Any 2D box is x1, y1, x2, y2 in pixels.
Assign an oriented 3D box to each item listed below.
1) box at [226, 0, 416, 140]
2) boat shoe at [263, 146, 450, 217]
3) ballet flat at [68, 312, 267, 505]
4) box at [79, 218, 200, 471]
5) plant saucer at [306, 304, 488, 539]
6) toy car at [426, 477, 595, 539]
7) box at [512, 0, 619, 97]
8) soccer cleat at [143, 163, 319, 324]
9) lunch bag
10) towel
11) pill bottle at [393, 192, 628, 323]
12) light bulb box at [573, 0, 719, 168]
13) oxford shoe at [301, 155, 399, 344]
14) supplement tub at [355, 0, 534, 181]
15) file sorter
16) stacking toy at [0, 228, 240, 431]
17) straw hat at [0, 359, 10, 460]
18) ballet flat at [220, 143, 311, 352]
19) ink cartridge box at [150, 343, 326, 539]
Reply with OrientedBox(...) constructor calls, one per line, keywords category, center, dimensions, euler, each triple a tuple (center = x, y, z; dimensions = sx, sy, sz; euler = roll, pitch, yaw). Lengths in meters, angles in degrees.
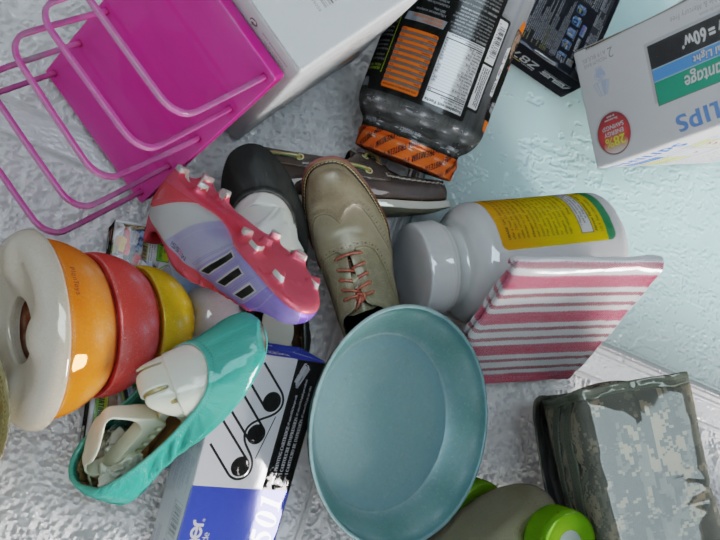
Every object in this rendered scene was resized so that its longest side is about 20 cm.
OrientedBox(category="box", center=(-0.056, -0.215, 0.887), dimensions=(0.152, 0.200, 0.107), euler=(-38, 97, -23))
OrientedBox(category="boat shoe", center=(-0.012, -0.080, 0.953), dimensions=(0.198, 0.072, 0.060), euler=(0, 84, -15))
OrientedBox(category="ballet flat", center=(-0.149, 0.105, 0.778), dimensions=(0.070, 0.200, 0.068), euler=(18, 32, -50))
OrientedBox(category="box", center=(-0.169, 0.065, 0.886), dimensions=(0.109, 0.035, 0.202), euler=(9, 78, -20))
OrientedBox(category="plant saucer", center=(0.026, 0.128, 0.877), dimensions=(0.199, 0.036, 0.202), euler=(-1, 92, -40))
OrientedBox(category="toy car", center=(0.131, 0.302, 0.903), dimensions=(0.157, 0.164, 0.201), euler=(-30, 102, -22))
OrientedBox(category="box", center=(0.192, -0.305, 1.080), dimensions=(0.161, 0.049, 0.201), euler=(30, 73, -16))
OrientedBox(category="soccer cleat", center=(-0.102, -0.007, 0.808), dimensions=(0.066, 0.200, 0.077), euler=(12, 114, -49))
OrientedBox(category="lunch bag", center=(0.224, 0.183, 0.935), dimensions=(0.117, 0.200, 0.165), euler=(-9, 80, -7))
OrientedBox(category="towel", center=(0.161, 0.043, 0.936), dimensions=(0.145, 0.200, 0.030), euler=(-1, 55, -21))
OrientedBox(category="pill bottle", center=(0.137, -0.010, 0.975), dimensions=(0.198, 0.113, 0.114), euler=(-7, 84, -22))
OrientedBox(category="light bulb box", center=(0.351, -0.185, 1.018), dimensions=(0.199, 0.198, 0.126), euler=(-6, 82, -38))
OrientedBox(category="oxford shoe", center=(0.000, 0.000, 0.901), dimensions=(0.070, 0.075, 0.201), euler=(-19, 113, 3))
OrientedBox(category="supplement tub", center=(0.074, -0.192, 0.958), dimensions=(0.122, 0.122, 0.201), euler=(20, 94, -17))
OrientedBox(category="file sorter", center=(-0.190, -0.136, 0.803), dimensions=(0.139, 0.200, 0.125), euler=(54, 40, -3))
OrientedBox(category="stacking toy", center=(-0.179, 0.043, 0.815), dimensions=(0.199, 0.146, 0.147), euler=(0, 81, -38))
OrientedBox(category="straw hat", center=(-0.335, 0.111, 0.784), dimensions=(0.199, 0.085, 0.203), euler=(-2, 78, 8))
OrientedBox(category="ballet flat", center=(-0.072, -0.005, 0.883), dimensions=(0.067, 0.068, 0.202), euler=(-12, 106, -3))
OrientedBox(category="ink cartridge box", center=(-0.101, 0.158, 0.846), dimensions=(0.093, 0.044, 0.202), euler=(11, 98, -36))
